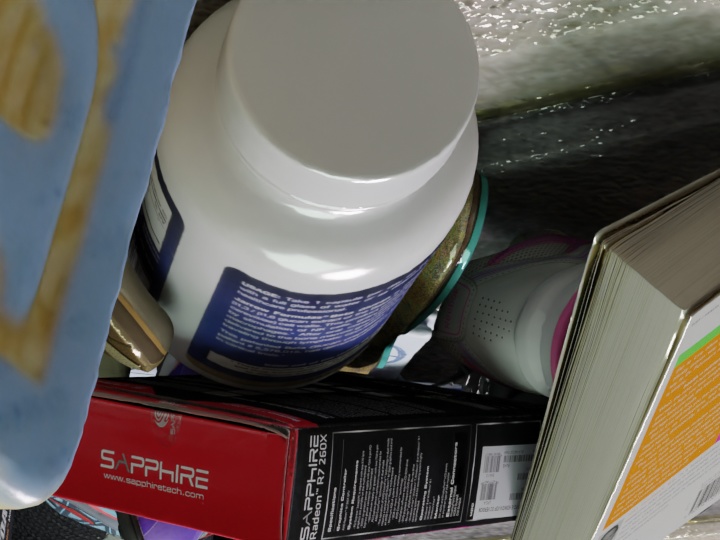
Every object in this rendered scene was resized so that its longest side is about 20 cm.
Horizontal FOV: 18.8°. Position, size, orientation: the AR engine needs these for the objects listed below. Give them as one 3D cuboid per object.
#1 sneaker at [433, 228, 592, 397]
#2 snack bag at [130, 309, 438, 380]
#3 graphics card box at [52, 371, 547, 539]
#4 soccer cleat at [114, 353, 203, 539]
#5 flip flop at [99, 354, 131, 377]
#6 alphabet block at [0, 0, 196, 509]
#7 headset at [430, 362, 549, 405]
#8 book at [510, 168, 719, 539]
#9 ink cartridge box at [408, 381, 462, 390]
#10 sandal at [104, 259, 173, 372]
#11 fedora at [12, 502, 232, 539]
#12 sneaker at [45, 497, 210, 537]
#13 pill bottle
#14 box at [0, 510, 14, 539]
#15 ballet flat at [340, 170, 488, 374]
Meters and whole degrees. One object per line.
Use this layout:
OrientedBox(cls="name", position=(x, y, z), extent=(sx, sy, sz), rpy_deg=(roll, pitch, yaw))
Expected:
OrientedBox(cls="sneaker", position=(0.101, 0.019, 0.959), extent=(0.088, 0.082, 0.200), rpy_deg=(18, -177, 31))
OrientedBox(cls="snack bag", position=(-0.065, 0.040, 1.128), extent=(0.188, 0.021, 0.200), rpy_deg=(6, 163, -6))
OrientedBox(cls="graphics card box", position=(-0.018, 0.072, 0.879), extent=(0.125, 0.051, 0.200), rpy_deg=(7, -176, 35))
OrientedBox(cls="soccer cleat", position=(-0.064, 0.074, 0.979), extent=(0.073, 0.068, 0.200), rpy_deg=(-11, -166, 11))
OrientedBox(cls="flip flop", position=(-0.146, 0.032, 0.867), extent=(0.081, 0.058, 0.200), rpy_deg=(0, 166, 7))
OrientedBox(cls="alphabet block", position=(-0.184, -0.054, 0.557), extent=(0.199, 0.197, 0.195), rpy_deg=(-9, 142, 32))
OrientedBox(cls="headset", position=(0.082, 0.078, 1.038), extent=(0.199, 0.124, 0.094), rpy_deg=(5, 129, -15))
OrientedBox(cls="book", position=(0.133, 0.043, 0.868), extent=(0.133, 0.048, 0.200), rpy_deg=(-29, 148, -33))
OrientedBox(cls="ink cartridge box", position=(0.017, 0.098, 1.191), extent=(0.196, 0.043, 0.200), rpy_deg=(2, 166, 9))
OrientedBox(cls="sandal", position=(-0.111, -0.050, 0.752), extent=(0.080, 0.054, 0.200), rpy_deg=(25, 151, 53))
OrientedBox(cls="fedora", position=(-0.150, 0.119, 1.225), extent=(0.200, 0.201, 0.092), rpy_deg=(10, 124, -20))
OrientedBox(cls="sneaker", position=(-0.162, 0.091, 1.109), extent=(0.200, 0.079, 0.096), rpy_deg=(28, 152, 9))
OrientedBox(cls="pill bottle", position=(-0.021, -0.034, 0.770), extent=(0.111, 0.112, 0.200), rpy_deg=(6, 161, -10))
OrientedBox(cls="box", position=(-0.255, 0.063, 1.010), extent=(0.199, 0.160, 0.046), rpy_deg=(-1, 159, 12))
OrientedBox(cls="ballet flat", position=(0.000, 0.000, 0.941), extent=(0.070, 0.071, 0.200), rpy_deg=(6, 162, -10))
